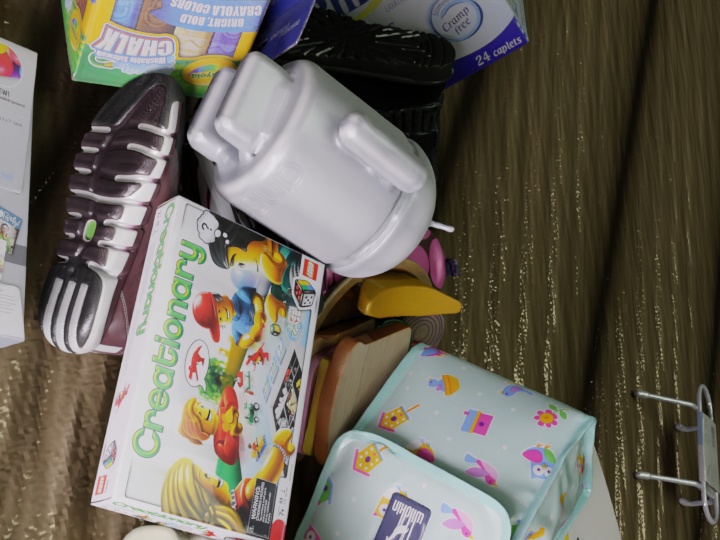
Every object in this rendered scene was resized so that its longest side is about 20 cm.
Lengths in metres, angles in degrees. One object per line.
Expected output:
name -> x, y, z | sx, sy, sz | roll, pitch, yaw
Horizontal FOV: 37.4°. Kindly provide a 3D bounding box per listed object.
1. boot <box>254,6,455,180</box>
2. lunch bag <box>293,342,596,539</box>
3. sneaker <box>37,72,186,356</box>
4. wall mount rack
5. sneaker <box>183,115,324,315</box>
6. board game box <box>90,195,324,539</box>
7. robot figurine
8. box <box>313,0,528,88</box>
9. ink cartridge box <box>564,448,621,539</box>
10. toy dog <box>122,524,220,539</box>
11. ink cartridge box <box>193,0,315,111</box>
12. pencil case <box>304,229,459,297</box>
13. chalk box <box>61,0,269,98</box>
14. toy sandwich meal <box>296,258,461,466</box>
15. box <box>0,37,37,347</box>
boot -> -0.020, -0.147, 0.984 | 0.080, 0.208, 0.159 | -76, 179, -48
lunch bag -> 0.065, 0.175, 0.815 | 0.200, 0.169, 0.123 | -46, 144, -34
sneaker -> -0.152, -0.031, 0.765 | 0.115, 0.075, 0.202 | 28, 79, -56
wall mount rack -> 0.453, 0.252, 1.505 | 0.173, 0.074, 0.203 | 36, 50, -46
sneaker -> -0.109, -0.029, 0.836 | 0.080, 0.086, 0.202 | 19, 42, -52
board game box -> -0.093, 0.067, 0.696 | 0.125, 0.034, 0.203 | 25, 61, -33
robot figurine -> -0.025, -0.070, 0.763 | 0.199, 0.169, 0.114 | 33, 69, -28
box -> 0.032, -0.269, 1.001 | 0.200, 0.182, 0.106 | 49, 28, -31
ink cartridge box -> 0.119, 0.251, 0.934 | 0.201, 0.146, 0.146 | -53, 134, -39
toy dog -> -0.057, 0.255, 0.712 | 0.199, 0.193, 0.141 | 35, 39, -34
ink cartridge box -> -0.066, -0.238, 0.825 | 0.047, 0.197, 0.202 | 34, 67, -22
pencil case -> 0.000, 0.000, 0.963 | 0.199, 0.090, 0.095 | -1, 81, -51
chalk box -> -0.144, -0.209, 0.762 | 0.122, 0.201, 0.125 | 4, 47, -29
toy sandwich meal -> 0.013, 0.083, 0.897 | 0.204, 0.070, 0.208 | -28, 131, -38
box -> -0.275, -0.064, 0.647 | 0.155, 0.041, 0.203 | 17, 65, -50
